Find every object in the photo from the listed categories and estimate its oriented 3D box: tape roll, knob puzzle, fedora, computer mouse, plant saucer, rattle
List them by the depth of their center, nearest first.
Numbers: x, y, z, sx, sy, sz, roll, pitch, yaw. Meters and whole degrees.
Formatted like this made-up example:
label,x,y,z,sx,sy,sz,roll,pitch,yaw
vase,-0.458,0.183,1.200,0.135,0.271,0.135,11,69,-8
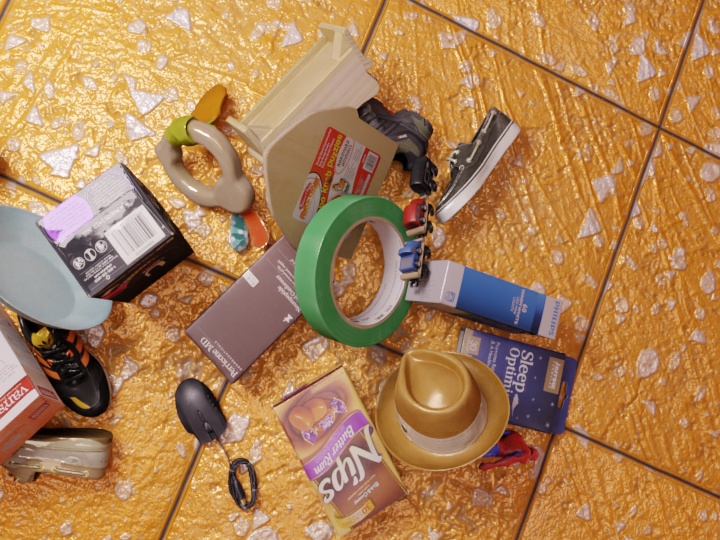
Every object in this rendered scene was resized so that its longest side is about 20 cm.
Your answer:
label,x,y,z,sx,sy,sz,roll,pitch,yaw
plant saucer,-0.409,0.005,0.788,0.039,0.201,0.202,-40,93,13
knob puzzle,-0.054,-0.124,0.835,0.216,0.030,0.225,-19,121,-35
fedora,0.101,0.166,0.842,0.198,0.201,0.083,-29,128,-9
tape roll,0.000,0.000,0.857,0.197,0.048,0.206,-9,103,-42
computer mouse,-0.199,0.243,0.873,0.058,0.034,0.203,-30,91,-10
rattle,-0.184,-0.143,0.900,0.199,0.144,0.130,42,117,-14

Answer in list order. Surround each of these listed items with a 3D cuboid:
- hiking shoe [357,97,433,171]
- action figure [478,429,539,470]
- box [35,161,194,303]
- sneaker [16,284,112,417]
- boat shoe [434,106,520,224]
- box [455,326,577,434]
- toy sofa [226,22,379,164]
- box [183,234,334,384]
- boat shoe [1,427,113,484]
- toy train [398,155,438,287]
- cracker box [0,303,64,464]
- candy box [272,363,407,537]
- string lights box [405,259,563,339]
label,x,y,z,sx,sy,sz,roll,pitch,yaw
hiking shoe,0.009,-0.194,0.912,0.195,0.076,0.103,13,81,-8
action figure,0.181,0.254,0.908,0.196,0.066,0.053,15,112,-22
box,-0.298,-0.038,0.793,0.121,0.200,0.107,-37,92,-9
sneaker,-0.400,0.106,0.823,0.069,0.090,0.203,-27,88,-8
boat shoe,0.161,-0.159,0.939,0.063,0.071,0.201,38,74,-5
box,0.233,0.169,0.943,0.195,0.032,0.124,15,84,-8
toy sofa,-0.075,-0.226,0.843,0.200,0.083,0.098,-47,128,-4
box,-0.139,0.049,0.876,0.100,0.075,0.200,45,83,-3
boat shoe,-0.429,0.244,0.819,0.194,0.074,0.068,3,88,-3
toy train,0.080,-0.072,0.865,0.046,0.034,0.204,36,53,-44
cracker box,-0.481,0.140,0.784,0.134,0.058,0.200,-43,66,-10
candy box,-0.029,0.251,0.887,0.115,0.056,0.203,-28,92,-10
string lights box,0.173,0.043,0.883,0.196,0.102,0.060,18,83,-23
